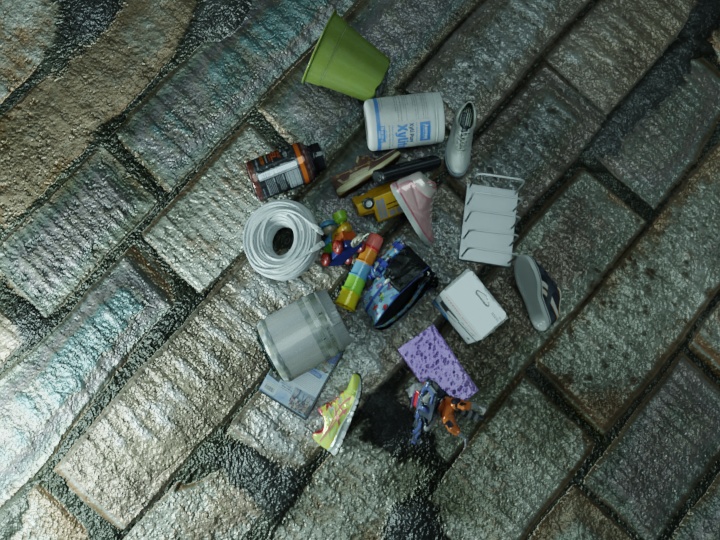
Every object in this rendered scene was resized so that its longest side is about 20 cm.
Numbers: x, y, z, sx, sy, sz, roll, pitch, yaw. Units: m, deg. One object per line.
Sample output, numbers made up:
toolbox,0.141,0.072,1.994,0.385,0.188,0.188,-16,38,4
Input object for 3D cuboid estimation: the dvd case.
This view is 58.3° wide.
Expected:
dvd case,-0.146,0.249,1.615,0.141,0.018,0.202,30,80,3

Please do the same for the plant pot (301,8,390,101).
plant pot,-0.028,-0.536,1.676,0.187,0.200,0.203,26,81,-8

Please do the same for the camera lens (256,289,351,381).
camera lens,-0.138,0.156,1.541,0.197,0.160,0.162,-28,82,-6

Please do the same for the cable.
cable,-0.196,-0.078,1.624,0.199,0.069,0.201,-41,73,7

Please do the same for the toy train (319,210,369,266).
toy train,-0.036,-0.098,1.592,0.083,0.200,0.118,-5,69,-32

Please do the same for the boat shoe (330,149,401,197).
boat shoe,0.012,-0.269,1.680,0.198,0.072,0.073,-32,83,0

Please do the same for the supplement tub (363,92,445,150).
supplement tub,0.111,-0.385,1.668,0.195,0.132,0.135,-7,80,-1

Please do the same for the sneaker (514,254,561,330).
sneaker,0.446,0.043,1.614,0.079,0.078,0.203,-29,109,-26

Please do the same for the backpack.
backpack,0.080,0.044,1.580,0.135,0.182,0.200,44,94,15

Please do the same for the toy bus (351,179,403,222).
toy bus,0.081,-0.186,1.657,0.197,0.065,0.079,-23,120,-5

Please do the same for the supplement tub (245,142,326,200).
supplement tub,-0.188,-0.261,1.656,0.197,0.107,0.109,-22,81,-5

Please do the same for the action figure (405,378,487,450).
action figure,0.191,0.343,1.557,0.192,0.203,0.104,32,37,19

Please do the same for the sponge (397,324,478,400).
sponge,0.193,0.249,1.614,0.111,0.030,0.202,-34,82,-5

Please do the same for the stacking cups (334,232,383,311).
stacking cups,0.000,0.000,1.637,0.060,0.061,0.203,23,81,3

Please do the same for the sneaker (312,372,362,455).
sneaker,-0.056,0.340,1.572,0.089,0.078,0.203,23,81,5

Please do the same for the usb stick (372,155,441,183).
usb stick,0.120,-0.261,1.655,0.197,0.055,0.033,-19,115,-27

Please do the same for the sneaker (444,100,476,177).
sneaker,0.262,-0.348,1.694,0.071,0.071,0.205,7,80,0

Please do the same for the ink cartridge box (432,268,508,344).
ink cartridge box,0.259,0.092,1.554,0.083,0.200,0.146,-38,83,-7

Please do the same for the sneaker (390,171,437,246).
sneaker,0.162,-0.157,1.612,0.103,0.076,0.202,-30,120,7

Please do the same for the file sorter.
file sorter,0.334,-0.127,1.632,0.136,0.125,0.205,8,81,1
